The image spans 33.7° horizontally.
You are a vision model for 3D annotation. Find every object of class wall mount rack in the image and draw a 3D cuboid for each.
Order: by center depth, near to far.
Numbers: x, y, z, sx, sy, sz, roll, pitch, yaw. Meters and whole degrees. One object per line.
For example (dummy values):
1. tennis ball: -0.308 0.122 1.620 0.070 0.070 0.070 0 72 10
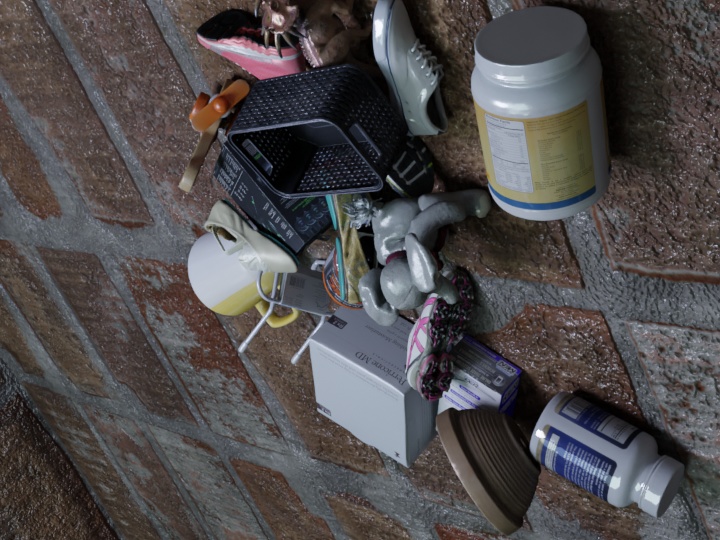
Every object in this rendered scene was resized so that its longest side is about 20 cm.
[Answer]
1. wall mount rack: -0.113 0.057 1.911 0.199 0.176 0.074 17 171 -42

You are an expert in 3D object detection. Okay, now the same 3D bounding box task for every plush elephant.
1. plush elephant: 0.075 -0.015 1.579 0.164 0.198 0.157 -31 62 53

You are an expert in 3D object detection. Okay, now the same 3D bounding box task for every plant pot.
1. plant pot: 0.201 0.276 1.740 0.202 0.092 0.201 55 -170 -15

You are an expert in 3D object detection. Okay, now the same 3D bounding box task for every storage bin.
1. storage bin: -0.056 -0.175 1.525 0.198 0.095 0.135 -2 142 41

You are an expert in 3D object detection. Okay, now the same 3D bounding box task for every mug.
1. mug: -0.174 -0.009 2.001 0.185 0.151 0.152 25 150 -30

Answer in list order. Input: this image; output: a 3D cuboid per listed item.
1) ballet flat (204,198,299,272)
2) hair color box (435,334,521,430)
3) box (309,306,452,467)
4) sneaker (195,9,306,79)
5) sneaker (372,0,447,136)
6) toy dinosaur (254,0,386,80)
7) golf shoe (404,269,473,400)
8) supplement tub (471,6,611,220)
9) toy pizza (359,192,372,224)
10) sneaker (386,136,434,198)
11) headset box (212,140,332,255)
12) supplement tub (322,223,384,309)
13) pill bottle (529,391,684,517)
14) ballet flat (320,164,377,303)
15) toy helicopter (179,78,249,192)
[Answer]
1. ballet flat: -0.173 -0.038 1.819 0.199 0.069 0.070 38 150 38
2. hair color box: 0.182 0.204 1.856 0.109 0.065 0.201 33 148 23
3. box: 0.035 0.178 1.939 0.198 0.131 0.201 28 145 27
4. sneaker: -0.156 -0.305 1.680 0.199 0.074 0.087 21 143 35
5. sneaker: 0.068 -0.254 1.481 0.070 0.073 0.201 7 139 26
6. toy dinosaur: -0.053 -0.294 1.505 0.201 0.136 0.086 52 149 -10
7. golf shoe: 0.105 0.085 1.757 0.092 0.072 0.202 41 121 52
8. supplement tub: 0.201 -0.173 1.324 0.144 0.145 0.202 20 139 37
9. toy pizza: -0.042 -0.146 1.739 0.200 0.032 0.201 46 163 18
10. sneaker: 0.024 -0.168 1.634 0.200 0.074 0.081 48 159 10
11. headset box: -0.119 -0.117 1.783 0.201 0.093 0.174 50 164 0
12. supplement tub: 0.000 0.000 1.781 0.107 0.107 0.200 45 167 1
13. pill bottle: 0.347 0.262 1.672 0.199 0.111 0.112 27 144 29
14. ballet flat: -0.010 -0.057 1.651 0.070 0.070 0.203 -12 88 55
15. toy helicopter: -0.222 -0.203 1.764 0.078 0.202 0.132 25 146 -11
